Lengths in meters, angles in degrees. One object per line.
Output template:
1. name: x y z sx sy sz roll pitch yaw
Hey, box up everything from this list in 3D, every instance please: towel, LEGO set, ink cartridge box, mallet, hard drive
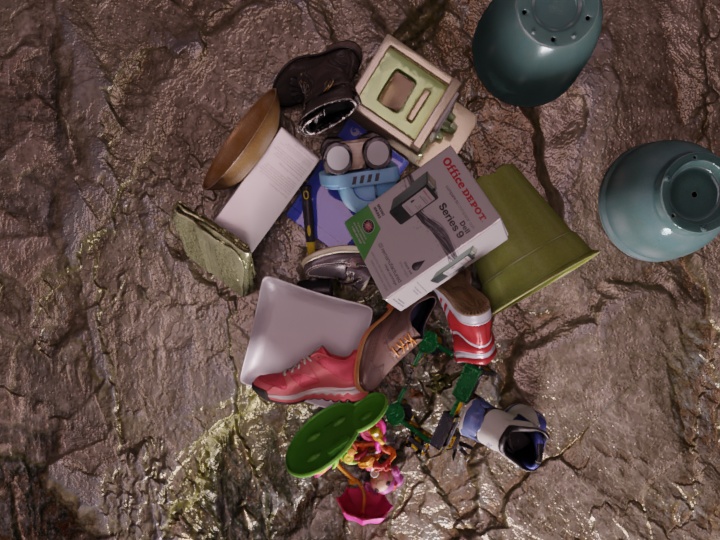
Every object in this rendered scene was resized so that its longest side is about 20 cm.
1. towel: -0.237 -0.029 0.866 0.147 0.201 0.037 34 68 3
2. LEGO set: 0.143 0.209 0.907 0.151 0.115 0.205 18 88 32
3. ink cartridge box: 0.096 -0.061 0.787 0.198 0.084 0.148 -35 65 11
4. mallet: -0.076 -0.042 0.912 0.064 0.041 0.206 4 103 3
5. hard drive: -0.023 -0.143 0.933 0.131 0.025 0.202 34 92 2

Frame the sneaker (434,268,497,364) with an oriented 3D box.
1. sneaker: 0.165 0.073 0.858 0.069 0.201 0.115 -14 112 0

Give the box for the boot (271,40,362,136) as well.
1. boot: -0.079 -0.277 0.845 0.196 0.177 0.069 -19 135 29

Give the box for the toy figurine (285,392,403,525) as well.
1. toy figurine: 0.004 0.330 0.887 0.197 0.151 0.186 -32 108 5

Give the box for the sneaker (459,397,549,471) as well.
1. sneaker: 0.252 0.268 0.839 0.197 0.114 0.082 19 95 -41

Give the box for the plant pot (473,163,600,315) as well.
1. plant pot: 0.244 -0.057 0.856 0.197 0.200 0.193 -29 76 3

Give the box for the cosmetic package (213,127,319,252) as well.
1. cosmetic package: -0.161 -0.132 0.894 0.084 0.108 0.202 35 94 -14

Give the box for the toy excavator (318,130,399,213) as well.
1. toy excavator: 0.030 -0.123 0.882 0.189 0.100 0.206 -8 111 -6

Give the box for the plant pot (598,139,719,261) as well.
1. plant pot: 0.507 -0.117 0.852 0.194 0.134 0.207 0 91 2

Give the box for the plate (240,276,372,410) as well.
1. plate: -0.094 0.126 0.919 0.195 0.032 0.205 16 104 -1

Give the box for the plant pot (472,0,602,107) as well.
1. plant pot: 0.289 -0.387 0.846 0.194 0.161 0.207 0 90 3

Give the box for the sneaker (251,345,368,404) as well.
1. sneaker: -0.083 0.169 0.887 0.194 0.074 0.090 -1 95 -5

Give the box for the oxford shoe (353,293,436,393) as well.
1. oxford shoe: 0.056 0.112 0.871 0.071 0.072 0.203 44 66 -32

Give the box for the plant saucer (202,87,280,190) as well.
1. plant saucer: -0.188 -0.207 0.874 0.035 0.200 0.202 35 94 -27

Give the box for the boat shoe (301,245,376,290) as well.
1. boat shoe: 0.000 0.000 0.883 0.195 0.072 0.067 -1 69 -23

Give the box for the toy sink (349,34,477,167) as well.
1. toy sink: 0.091 -0.265 0.882 0.198 0.112 0.132 35 93 2
